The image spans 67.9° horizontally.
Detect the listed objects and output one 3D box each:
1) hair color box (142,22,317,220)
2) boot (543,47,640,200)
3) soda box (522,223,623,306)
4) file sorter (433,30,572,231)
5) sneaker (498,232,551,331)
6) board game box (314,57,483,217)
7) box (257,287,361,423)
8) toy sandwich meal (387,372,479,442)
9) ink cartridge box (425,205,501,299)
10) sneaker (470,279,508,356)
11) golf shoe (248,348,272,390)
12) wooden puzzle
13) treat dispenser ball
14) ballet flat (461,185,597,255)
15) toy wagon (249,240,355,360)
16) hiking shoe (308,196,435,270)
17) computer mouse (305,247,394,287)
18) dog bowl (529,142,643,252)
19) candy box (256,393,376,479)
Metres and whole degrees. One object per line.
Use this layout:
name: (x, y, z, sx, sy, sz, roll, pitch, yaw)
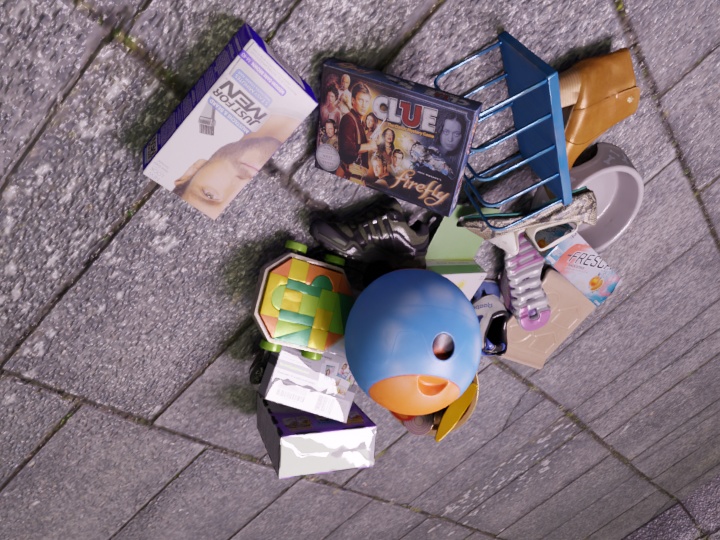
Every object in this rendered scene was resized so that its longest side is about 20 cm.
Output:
hair color box: (-0.158, -0.171, 0.641, 0.199, 0.066, 0.108, -43, 131, 16)
boot: (0.339, -0.207, 0.791, 0.140, 0.071, 0.205, -18, 125, -2)
soda box: (0.354, -0.019, 0.885, 0.198, 0.069, 0.064, 31, 110, -37)
file sorter: (0.191, -0.179, 0.727, 0.120, 0.141, 0.202, -25, 133, 5)
sneaker: (0.280, 0.002, 0.951, 0.078, 0.089, 0.206, -14, 109, -9)
board game box: (0.039, -0.164, 0.660, 0.195, 0.035, 0.138, 22, 128, 17)
box: (-0.059, 0.120, 0.851, 0.153, 0.041, 0.206, 23, 82, -29)
toy sandwich meal: (0.116, 0.196, 0.921, 0.199, 0.070, 0.212, 3, 100, 17)
ink cartridge box: (0.156, -0.007, 0.884, 0.143, 0.048, 0.203, -2, 131, -43)
sneaker: (0.204, 0.125, 0.990, 0.079, 0.116, 0.201, 21, 118, -32)
golf shoe: (-0.110, 0.119, 0.897, 0.198, 0.094, 0.079, -36, 106, -22)
wooden puzzle: (0.366, 0.097, 1.084, 0.182, 0.047, 0.203, 19, 114, -33)
treat dispenser ball: (0.074, 0.100, 0.764, 0.195, 0.203, 0.205, -11, 131, -13)
ballet flat: (0.251, -0.065, 0.792, 0.194, 0.068, 0.078, -13, 90, 14)
toy wagon: (-0.063, 0.052, 0.798, 0.196, 0.039, 0.160, 17, 85, -29)
hiking shoe: (0.018, -0.063, 0.801, 0.195, 0.075, 0.104, 12, 93, -25)
computer mouse: (0.000, 0.000, 0.869, 0.195, 0.034, 0.060, 19, 110, -25)
dog bowl: (0.390, -0.110, 0.914, 0.194, 0.059, 0.204, -12, 131, -13)
candy box: (-0.084, 0.272, 0.933, 0.163, 0.199, 0.074, 1, 98, -22)
